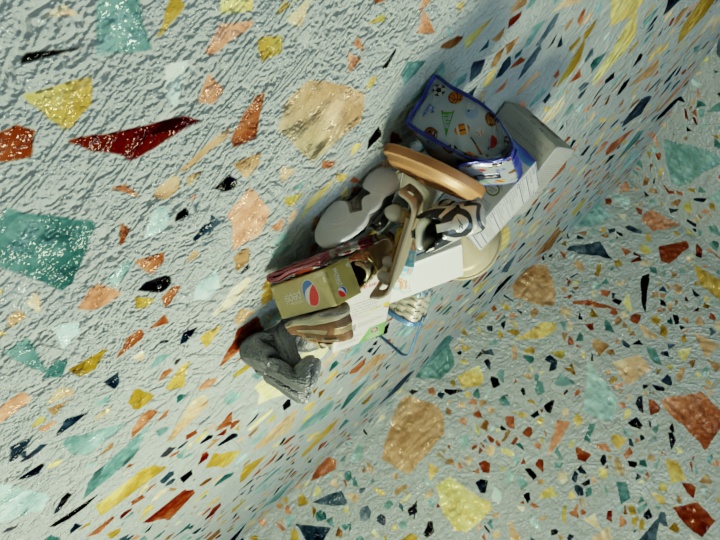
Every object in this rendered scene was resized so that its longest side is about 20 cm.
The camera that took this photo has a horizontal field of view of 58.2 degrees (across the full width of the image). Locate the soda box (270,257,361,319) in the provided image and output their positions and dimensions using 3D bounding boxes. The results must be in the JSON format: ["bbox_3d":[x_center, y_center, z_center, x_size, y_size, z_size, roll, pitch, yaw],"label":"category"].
[{"bbox_3d":[-0.087,0.036,1.197,0.063,0.069,0.198,-26,-175,-38],"label":"soda box"}]

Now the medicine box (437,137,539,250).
[{"bbox_3d":[0.275,-0.162,1.368,0.201,0.103,0.182,-48,161,6],"label":"medicine box"}]

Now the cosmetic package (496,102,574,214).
[{"bbox_3d":[0.367,-0.260,1.536,0.163,0.165,0.202,-12,142,-57],"label":"cosmetic package"}]

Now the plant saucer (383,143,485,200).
[{"bbox_3d":[0.129,-0.172,1.161,0.033,0.196,0.199,-66,159,4],"label":"plant saucer"}]

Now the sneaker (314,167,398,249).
[{"bbox_3d":[-0.001,-0.097,1.228,0.200,0.075,0.114,-43,159,-13],"label":"sneaker"}]

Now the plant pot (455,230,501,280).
[{"bbox_3d":[0.230,-0.102,1.578,0.201,0.201,0.183,-45,150,4],"label":"plant pot"}]

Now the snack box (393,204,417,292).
[{"bbox_3d":[0.108,-0.071,1.407,0.117,0.036,0.205,96,5,-63],"label":"snack box"}]

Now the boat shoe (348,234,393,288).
[{"bbox_3d":[0.000,0.000,1.290,0.199,0.075,0.066,-41,-161,-21],"label":"boat shoe"}]

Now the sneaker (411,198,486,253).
[{"bbox_3d":[0.134,-0.083,1.226,0.126,0.082,0.198,-15,-167,-24],"label":"sneaker"}]

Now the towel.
[{"bbox_3d":[-0.067,-0.023,1.222,0.142,0.023,0.198,-19,-177,38],"label":"towel"}]

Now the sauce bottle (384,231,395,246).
[{"bbox_3d":[0.023,0.002,1.509,0.201,0.066,0.066,-50,161,9],"label":"sauce bottle"}]

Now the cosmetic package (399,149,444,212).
[{"bbox_3d":[0.181,-0.216,1.353,0.199,0.087,0.104,-39,162,-21],"label":"cosmetic package"}]

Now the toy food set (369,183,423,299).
[{"bbox_3d":[0.064,-0.057,1.230,0.144,0.059,0.205,-47,155,-72],"label":"toy food set"}]

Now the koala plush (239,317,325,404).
[{"bbox_3d":[-0.138,0.140,1.363,0.203,0.181,0.178,-59,178,-23],"label":"koala plush"}]

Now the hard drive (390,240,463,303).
[{"bbox_3d":[0.144,0.004,1.507,0.195,0.026,0.133,-21,146,-2],"label":"hard drive"}]

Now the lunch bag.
[{"bbox_3d":[0.197,-0.229,1.158,0.126,0.198,0.169,-58,161,5],"label":"lunch bag"}]

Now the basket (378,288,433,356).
[{"bbox_3d":[0.098,0.101,1.703,0.204,0.174,0.138,-62,160,17],"label":"basket"}]

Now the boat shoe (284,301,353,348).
[{"bbox_3d":[-0.078,0.110,1.201,0.074,0.074,0.198,-24,-175,-32],"label":"boat shoe"}]

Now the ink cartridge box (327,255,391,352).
[{"bbox_3d":[-0.012,0.065,1.427,0.141,0.084,0.204,-17,137,-26],"label":"ink cartridge box"}]
